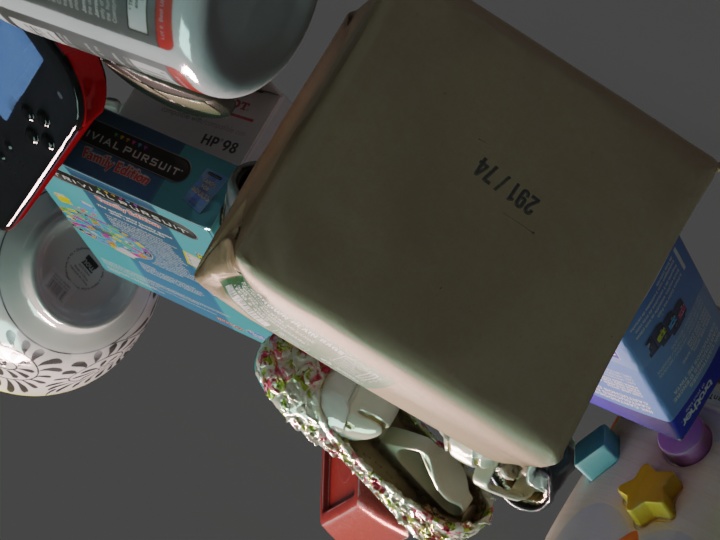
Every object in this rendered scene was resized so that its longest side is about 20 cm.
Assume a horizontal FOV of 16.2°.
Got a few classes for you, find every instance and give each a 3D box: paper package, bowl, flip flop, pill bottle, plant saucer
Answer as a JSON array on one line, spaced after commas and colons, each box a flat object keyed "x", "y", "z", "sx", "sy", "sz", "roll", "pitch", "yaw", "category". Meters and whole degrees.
[{"x": 0.049, "y": -0.024, "z": 1.296, "sx": 0.200, "sy": 0.191, "sz": 0.103, "roll": 33, "pitch": 165, "yaw": -10, "category": "paper package"}, {"x": -0.218, "y": -0.004, "z": 1.849, "sx": 0.201, "sy": 0.201, "sz": 0.094, "roll": 36, "pitch": 165, "yaw": -26, "category": "bowl"}, {"x": -0.149, "y": -0.157, "z": 1.501, "sx": 0.200, "sy": 0.058, "sz": 0.081, "roll": 39, "pitch": 180, "yaw": 25, "category": "flip flop"}, {"x": -0.128, "y": -0.168, "z": 1.286, "sx": 0.200, "sy": 0.116, "sz": 0.116, "roll": 21, "pitch": 164, "yaw": 28, "category": "pill bottle"}, {"x": 0.002, "y": 0.097, "z": 1.797, "sx": 0.037, "sy": 0.200, "sz": 0.200, "roll": 3, "pitch": 169, "yaw": -10, "category": "plant saucer"}]

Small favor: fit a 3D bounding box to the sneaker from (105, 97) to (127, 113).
[{"x": -0.148, "y": -0.043, "z": 1.811, "sx": 0.200, "sy": 0.090, "sz": 0.078, "roll": 38, "pitch": 163, "yaw": -36, "category": "sneaker"}]

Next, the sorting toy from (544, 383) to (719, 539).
[{"x": 0.186, "y": 0.161, "z": 1.549, "sx": 0.200, "sy": 0.180, "sz": 0.107, "roll": 18, "pitch": 148, "yaw": 40, "category": "sorting toy"}]

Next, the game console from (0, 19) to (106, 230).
[{"x": -0.238, "y": -0.139, "z": 1.507, "sx": 0.200, "sy": 0.031, "sz": 0.177, "roll": 54, "pitch": 140, "yaw": 7, "category": "game console"}]

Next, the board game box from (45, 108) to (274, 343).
[{"x": -0.120, "y": -0.031, "z": 1.610, "sx": 0.151, "sy": 0.047, "sz": 0.200, "roll": 24, "pitch": 163, "yaw": 21, "category": "board game box"}]

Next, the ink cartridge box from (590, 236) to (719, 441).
[{"x": 0.134, "y": 0.019, "z": 1.487, "sx": 0.136, "sy": 0.076, "sz": 0.200, "roll": 23, "pitch": 163, "yaw": 34, "category": "ink cartridge box"}]

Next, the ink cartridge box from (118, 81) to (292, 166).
[{"x": -0.081, "y": -0.071, "z": 1.633, "sx": 0.116, "sy": 0.067, "sz": 0.200, "roll": 18, "pitch": 162, "yaw": 36, "category": "ink cartridge box"}]

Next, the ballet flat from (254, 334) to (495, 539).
[{"x": 0.018, "y": 0.105, "z": 1.642, "sx": 0.200, "sy": 0.076, "sz": 0.064, "roll": 43, "pitch": 154, "yaw": -24, "category": "ballet flat"}]

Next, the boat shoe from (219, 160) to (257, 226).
[{"x": 0.000, "y": 0.000, "z": 1.444, "sx": 0.200, "sy": 0.073, "sz": 0.062, "roll": 31, "pitch": 149, "yaw": 25, "category": "boat shoe"}]

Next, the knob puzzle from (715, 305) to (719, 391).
[{"x": 0.206, "y": 0.060, "z": 1.605, "sx": 0.220, "sy": 0.030, "sz": 0.220, "roll": 33, "pitch": 156, "yaw": 17, "category": "knob puzzle"}]

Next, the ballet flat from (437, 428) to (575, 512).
[{"x": 0.087, "y": 0.099, "z": 1.561, "sx": 0.073, "sy": 0.073, "sz": 0.200, "roll": 21, "pitch": 163, "yaw": 27, "category": "ballet flat"}]
